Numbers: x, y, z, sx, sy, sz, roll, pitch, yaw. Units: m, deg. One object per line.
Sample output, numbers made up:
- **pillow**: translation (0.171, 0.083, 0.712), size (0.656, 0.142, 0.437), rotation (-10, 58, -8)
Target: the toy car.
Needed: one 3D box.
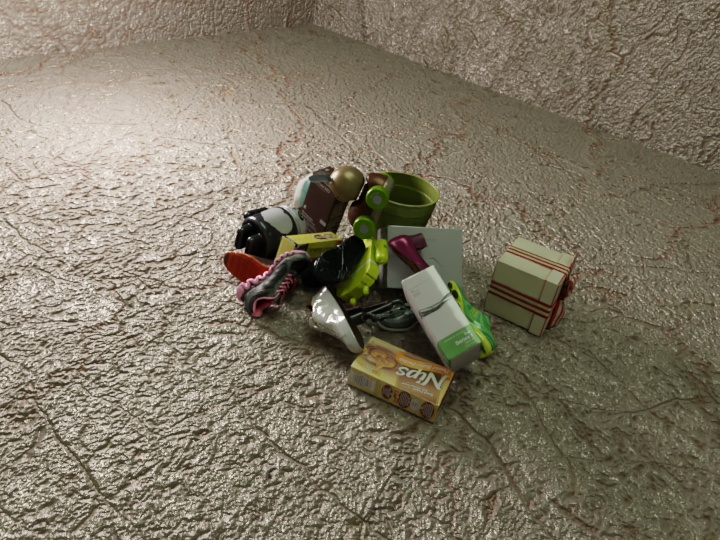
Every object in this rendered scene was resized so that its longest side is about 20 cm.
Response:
- **toy car**: translation (-0.031, -0.192, 1.440), size (0.199, 0.159, 0.164), rotation (25, 23, -1)

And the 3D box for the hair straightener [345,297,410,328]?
- **hair straightener**: translation (0.025, 0.113, 1.353), size (0.199, 0.041, 0.077), rotation (-12, 40, -10)

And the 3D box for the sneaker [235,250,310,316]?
- **sneaker**: translation (-0.191, 0.036, 1.356), size (0.199, 0.079, 0.096), rotation (-36, 52, 5)

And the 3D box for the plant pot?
- **plant pot**: translation (0.105, -0.146, 1.645), size (0.199, 0.194, 0.201), rotation (7, 34, -5)

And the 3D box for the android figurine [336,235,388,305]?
- **android figurine**: translation (0.000, 0.000, 1.429), size (0.041, 0.182, 0.201), rotation (33, 34, -24)

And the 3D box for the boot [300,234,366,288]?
- **boot**: translation (-0.089, 0.003, 1.407), size (0.077, 0.168, 0.200), rotation (51, 39, -5)

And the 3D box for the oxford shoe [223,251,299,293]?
- **oxford shoe**: translation (-0.247, 0.001, 1.461), size (0.199, 0.072, 0.073), rotation (23, 18, 6)

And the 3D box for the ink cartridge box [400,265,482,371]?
- **ink cartridge box**: translation (0.176, 0.107, 1.267), size (0.084, 0.146, 0.201), rotation (-28, 68, -2)

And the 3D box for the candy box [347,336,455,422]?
- **candy box**: translation (0.087, 0.226, 1.229), size (0.199, 0.056, 0.115), rotation (22, 36, 15)

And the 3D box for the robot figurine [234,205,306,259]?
- **robot figurine**: translation (-0.234, -0.101, 1.543), size (0.199, 0.151, 0.124), rotation (-26, 9, -41)

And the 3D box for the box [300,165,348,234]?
- **box**: translation (-0.100, -0.174, 1.608), size (0.100, 0.201, 0.075), rotation (43, 45, 20)

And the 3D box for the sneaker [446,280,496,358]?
- **sneaker**: translation (0.256, 0.118, 1.400), size (0.083, 0.074, 0.201), rotation (-4, 60, -50)

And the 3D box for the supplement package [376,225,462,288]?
- **supplement package**: translation (0.149, -0.029, 1.497), size (0.198, 0.157, 0.111), rotation (2, -2, -13)

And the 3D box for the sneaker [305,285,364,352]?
- **sneaker**: translation (-0.060, 0.125, 1.288), size (0.085, 0.073, 0.200), rotation (-39, 44, 2)

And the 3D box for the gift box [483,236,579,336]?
- **gift box**: translation (0.453, 0.029, 1.503), size (0.186, 0.185, 0.200), rotation (26, 43, 24)

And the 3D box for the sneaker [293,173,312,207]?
- **sneaker**: translation (-0.148, -0.250, 1.829), size (0.081, 0.074, 0.200), rotation (14, 35, 10)

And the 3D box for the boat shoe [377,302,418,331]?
- **boat shoe**: translation (0.129, 0.094, 1.424), size (0.199, 0.062, 0.073), rotation (-11, 40, -29)

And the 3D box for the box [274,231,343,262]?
- **box**: translation (-0.131, -0.053, 1.509), size (0.050, 0.076, 0.200), rotation (32, 22, 27)

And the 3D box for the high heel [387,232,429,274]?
- **high heel**: translation (0.133, 0.009, 1.397), size (0.096, 0.067, 0.201), rotation (-14, 74, -22)
